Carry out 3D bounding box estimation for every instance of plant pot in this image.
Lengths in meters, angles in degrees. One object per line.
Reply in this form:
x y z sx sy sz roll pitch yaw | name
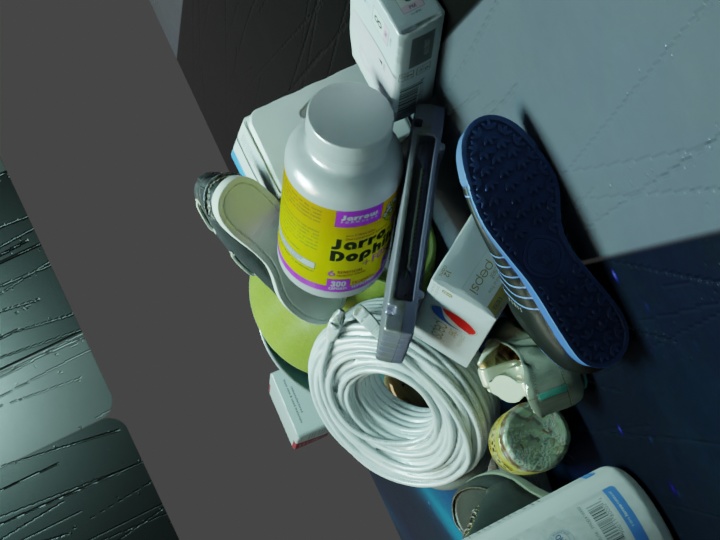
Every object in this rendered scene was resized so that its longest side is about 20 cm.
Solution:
0.000 0.000 1.523 0.188 0.187 0.200 64 155 6 | plant pot

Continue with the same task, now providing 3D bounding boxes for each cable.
0.040 0.122 1.444 0.200 0.069 0.200 36 138 2 | cable

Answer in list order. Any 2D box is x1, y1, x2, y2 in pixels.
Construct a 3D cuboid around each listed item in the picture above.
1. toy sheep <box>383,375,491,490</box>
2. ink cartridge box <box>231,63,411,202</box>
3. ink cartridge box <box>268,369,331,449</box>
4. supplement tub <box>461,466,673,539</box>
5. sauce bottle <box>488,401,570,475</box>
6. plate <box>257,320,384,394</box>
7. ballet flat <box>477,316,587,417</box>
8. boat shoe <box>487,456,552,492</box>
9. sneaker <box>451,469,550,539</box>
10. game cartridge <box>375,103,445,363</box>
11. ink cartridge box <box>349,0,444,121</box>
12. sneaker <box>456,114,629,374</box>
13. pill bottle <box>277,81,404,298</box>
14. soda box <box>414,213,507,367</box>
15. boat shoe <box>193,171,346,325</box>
0.084 0.171 1.587 0.200 0.138 0.138 53 178 -33 | toy sheep
-0.042 -0.127 1.443 0.084 0.145 0.200 64 171 0 | ink cartridge box
-0.001 0.129 1.721 0.146 0.199 0.083 109 137 -76 | ink cartridge box
0.152 0.258 1.192 0.132 0.199 0.132 62 171 18 | supplement tub
0.151 0.159 1.350 0.065 0.064 0.200 63 175 10 | sauce bottle
-0.024 0.048 1.632 0.201 0.200 0.026 64 156 2 | plate
0.133 0.083 1.264 0.068 0.063 0.200 66 171 -10 | ballet flat
0.178 0.266 1.493 0.062 0.072 0.201 -26 -73 -56 | boat shoe
0.116 0.240 1.357 0.200 0.106 0.075 0 104 62 | sneaker
0.044 -0.028 1.265 0.130 0.038 0.201 85 -167 -75 | game cartridge
0.001 -0.243 1.208 0.200 0.057 0.163 57 169 15 | ink cartridge box
0.121 -0.014 1.060 0.201 0.070 0.078 63 164 2 | sneaker
-0.018 -0.070 1.275 0.104 0.104 0.200 60 159 29 | pill bottle
0.093 0.022 1.253 0.063 0.068 0.200 31 166 6 | soda box
-0.086 -0.022 1.397 0.060 0.074 0.200 24 164 51 | boat shoe
